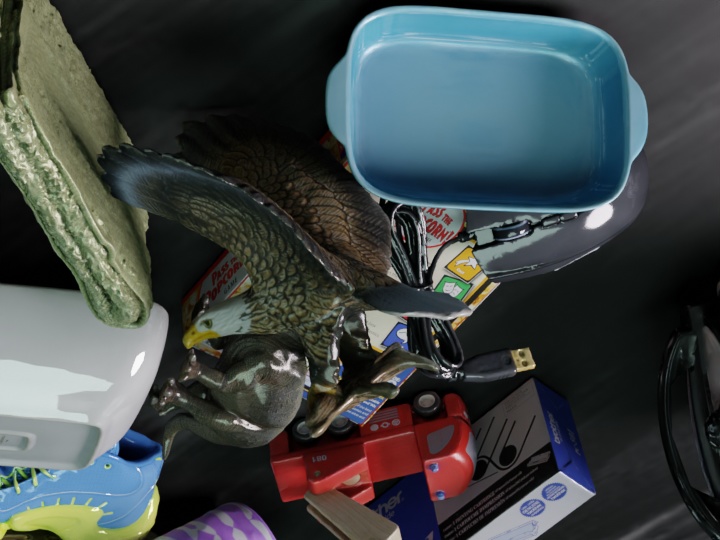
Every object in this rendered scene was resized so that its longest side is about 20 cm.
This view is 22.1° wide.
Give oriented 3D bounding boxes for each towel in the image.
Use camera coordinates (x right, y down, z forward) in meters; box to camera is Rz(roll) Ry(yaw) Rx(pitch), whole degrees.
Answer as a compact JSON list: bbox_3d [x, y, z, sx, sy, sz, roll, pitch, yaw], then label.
[{"bbox_3d":[-0.170,-0.074,1.049,0.036,0.149,0.201,-18,134,9],"label":"towel"}]

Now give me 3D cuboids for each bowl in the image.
[{"bbox_3d":[-0.227,0.072,1.157,0.198,0.075,0.200,6,161,-13],"label":"bowl"}]

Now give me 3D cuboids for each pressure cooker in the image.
[{"bbox_3d":[0.302,0.097,1.258,0.198,0.176,0.180,-11,128,-4],"label":"pressure cooker"}]

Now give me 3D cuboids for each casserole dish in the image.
[{"bbox_3d":[0.073,-0.092,1.106,0.198,0.122,0.039,2,169,-13],"label":"casserole dish"}]

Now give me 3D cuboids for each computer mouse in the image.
[{"bbox_3d":[0.111,-0.005,1.152,0.199,0.046,0.142,-17,106,-23],"label":"computer mouse"}]

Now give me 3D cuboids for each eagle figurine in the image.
[{"bbox_3d":[-0.047,-0.008,1.054,0.150,0.201,0.152,-25,180,-23],"label":"eagle figurine"}]

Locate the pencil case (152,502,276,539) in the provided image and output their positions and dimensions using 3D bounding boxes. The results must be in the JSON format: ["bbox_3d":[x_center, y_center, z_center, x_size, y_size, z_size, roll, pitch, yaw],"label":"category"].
[{"bbox_3d":[-0.145,0.237,1.305,0.199,0.085,0.084,-27,148,-37],"label":"pencil case"}]

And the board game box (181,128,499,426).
[{"bbox_3d":[0.000,0.000,1.206,0.151,0.046,0.200,27,121,-29],"label":"board game box"}]

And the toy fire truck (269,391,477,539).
[{"bbox_3d":[-0.010,0.165,1.285,0.198,0.142,0.049,-12,132,1],"label":"toy fire truck"}]

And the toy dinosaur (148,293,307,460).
[{"bbox_3d":[-0.076,0.078,1.182,0.102,0.077,0.201,21,123,-15],"label":"toy dinosaur"}]

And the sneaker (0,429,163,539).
[{"bbox_3d":[-0.225,0.134,1.274,0.199,0.076,0.105,10,120,-33],"label":"sneaker"}]

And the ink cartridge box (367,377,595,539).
[{"bbox_3d":[0.075,0.175,1.340,0.044,0.094,0.200,33,118,-32],"label":"ink cartridge box"}]

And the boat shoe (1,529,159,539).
[{"bbox_3d":[-0.224,0.217,1.342,0.199,0.067,0.074,16,125,-24],"label":"boat shoe"}]
